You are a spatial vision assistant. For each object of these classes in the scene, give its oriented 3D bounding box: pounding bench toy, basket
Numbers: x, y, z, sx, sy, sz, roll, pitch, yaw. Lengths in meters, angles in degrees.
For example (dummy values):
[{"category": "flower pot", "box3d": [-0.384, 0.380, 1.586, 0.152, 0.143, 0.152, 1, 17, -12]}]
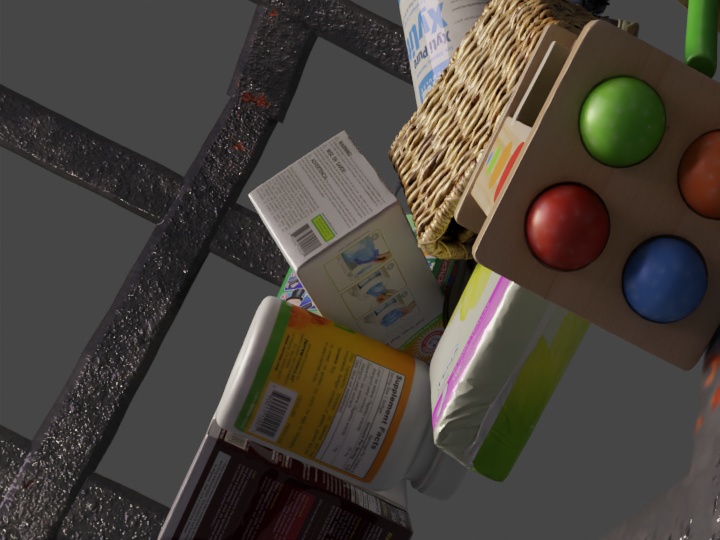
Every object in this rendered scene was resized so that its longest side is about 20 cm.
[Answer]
[{"category": "pounding bench toy", "box3d": [0.150, -0.078, 0.593, 0.202, 0.123, 0.156, -64, 4, 9]}, {"category": "basket", "box3d": [0.134, -0.101, 0.908, 0.201, 0.141, 0.150, -54, 28, 24]}]

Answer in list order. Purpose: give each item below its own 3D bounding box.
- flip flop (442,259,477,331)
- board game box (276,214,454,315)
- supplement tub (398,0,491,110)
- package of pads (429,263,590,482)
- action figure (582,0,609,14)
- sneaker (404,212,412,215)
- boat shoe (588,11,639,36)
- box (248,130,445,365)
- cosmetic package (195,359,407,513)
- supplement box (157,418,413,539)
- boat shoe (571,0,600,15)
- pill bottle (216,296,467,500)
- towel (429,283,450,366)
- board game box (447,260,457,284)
[{"category": "flip flop", "box3d": [0.117, -0.010, 1.015, 0.057, 0.081, 0.202, -35, 30, 43]}, {"category": "board game box", "box3d": [0.004, 0.005, 1.189, 0.197, 0.029, 0.136, -8, 45, 36]}, {"category": "supplement tub", "box3d": [0.109, -0.201, 1.085, 0.132, 0.129, 0.203, 123, 143, -58]}, {"category": "package of pads", "box3d": [0.115, 0.026, 0.822, 0.202, 0.067, 0.155, -63, 4, 14]}, {"category": "action figure", "box3d": [0.239, -0.320, 1.068, 0.119, 0.102, 0.201, -41, -10, -35]}, {"category": "sneaker", "box3d": [0.032, -0.006, 1.315, 0.201, 0.087, 0.082, 120, 174, -48]}, {"category": "boat shoe", "box3d": [0.206, -0.209, 1.076, 0.201, 0.065, 0.073, -96, 29, -84]}, {"category": "box", "box3d": [0.000, 0.000, 1.006, 0.100, 0.201, 0.113, -32, 47, -3]}, {"category": "cosmetic package", "box3d": [-0.065, 0.205, 1.141, 0.200, 0.197, 0.125, -82, 16, -78]}, {"category": "supplement box", "box3d": [-0.065, 0.225, 1.009, 0.110, 0.198, 0.061, -63, 4, 5]}, {"category": "boat shoe", "box3d": [0.193, -0.252, 1.197, 0.200, 0.068, 0.085, -45, -25, -37]}, {"category": "pill bottle", "box3d": [-0.007, 0.109, 0.928, 0.111, 0.197, 0.113, -157, 90, -83]}, {"category": "towel", "box3d": [0.039, 0.079, 1.110, 0.143, 0.023, 0.201, -9, 34, 39]}, {"category": "board game box", "box3d": [0.104, -0.007, 1.349, 0.201, 0.044, 0.136, 119, 174, -48]}]
